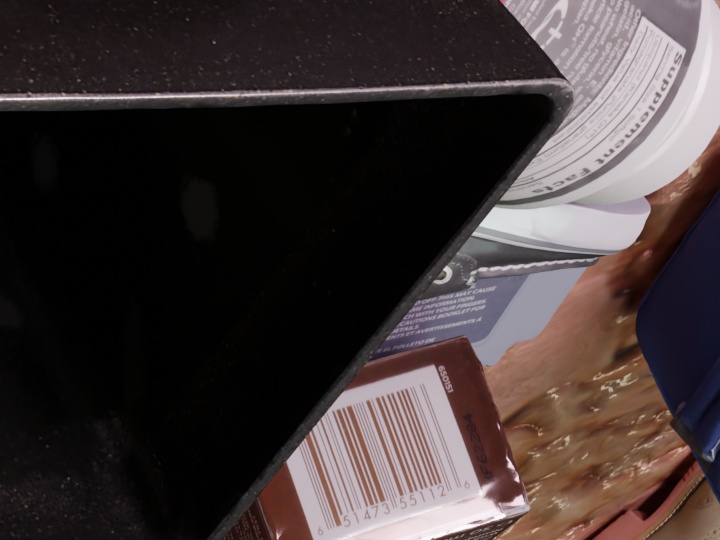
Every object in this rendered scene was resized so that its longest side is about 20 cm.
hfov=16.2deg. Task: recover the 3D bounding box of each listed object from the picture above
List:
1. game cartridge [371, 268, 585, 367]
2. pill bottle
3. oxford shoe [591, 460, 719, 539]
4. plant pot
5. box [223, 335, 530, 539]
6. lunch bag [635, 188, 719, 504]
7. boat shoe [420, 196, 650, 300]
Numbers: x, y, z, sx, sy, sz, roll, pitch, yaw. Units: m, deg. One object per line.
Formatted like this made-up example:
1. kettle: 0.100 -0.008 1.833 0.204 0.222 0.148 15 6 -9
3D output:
1. game cartridge: 0.000 0.000 0.915 0.199 0.041 0.133 -10 152 -33
2. pill bottle: 0.033 -0.080 0.714 0.111 0.111 0.200 -36 153 17
3. oxford shoe: 0.196 0.132 1.300 0.071 0.074 0.200 5 139 -49
4. plant pot: -0.112 -0.041 0.569 0.200 0.178 0.200 -6 146 -40
5. box: -0.018 0.098 0.979 0.100 0.075 0.200 -16 167 -19
6. lunch bag: 0.198 0.023 1.035 0.132 0.136 0.200 -14 152 -27
7. boat shoe: 0.001 -0.016 0.812 0.199 0.070 0.066 5 120 -35
